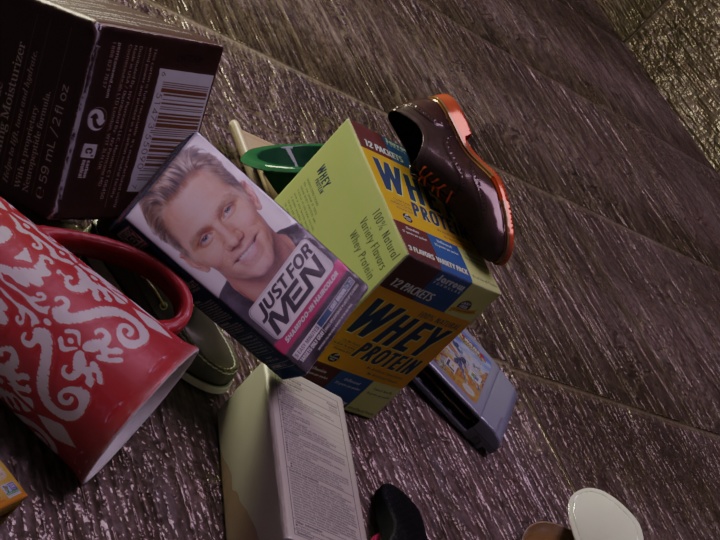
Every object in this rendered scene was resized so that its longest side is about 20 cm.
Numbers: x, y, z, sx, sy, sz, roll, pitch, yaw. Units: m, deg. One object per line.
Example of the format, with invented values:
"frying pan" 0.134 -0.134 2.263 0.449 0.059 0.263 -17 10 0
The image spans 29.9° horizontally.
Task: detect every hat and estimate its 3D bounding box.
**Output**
"hat" -0.033 -0.042 1.498 0.198 0.178 0.166 1 15 -2

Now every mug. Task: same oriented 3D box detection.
"mug" -0.236 0.041 1.039 0.200 0.134 0.178 40 18 0

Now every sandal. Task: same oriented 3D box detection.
"sandal" 0.034 0.261 1.216 0.075 0.045 0.200 44 10 -15

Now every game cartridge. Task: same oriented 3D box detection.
"game cartridge" 0.098 0.104 1.536 0.200 0.041 0.133 46 30 -5

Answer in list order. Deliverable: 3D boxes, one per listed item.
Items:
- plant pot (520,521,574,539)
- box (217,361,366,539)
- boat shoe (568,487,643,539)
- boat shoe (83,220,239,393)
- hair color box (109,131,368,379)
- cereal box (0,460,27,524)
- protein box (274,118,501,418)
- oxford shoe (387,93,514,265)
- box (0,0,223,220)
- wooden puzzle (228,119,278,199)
"plant pot" 0.229 0.350 1.386 0.200 0.027 0.201 36 26 -20
"box" -0.059 0.182 1.136 0.095 0.078 0.201 30 29 -28
"boat shoe" 0.282 0.322 1.431 0.200 0.072 0.062 55 -17 36
"boat shoe" -0.175 0.022 1.225 0.202 0.060 0.072 50 25 11
"hair color box" -0.101 -0.010 1.135 0.200 0.060 0.100 41 68 -13
"cereal box" -0.330 0.103 0.887 0.200 0.040 0.144 49 25 9
"protein box" 0.000 0.000 1.360 0.134 0.200 0.199 22 33 -40
"oxford shoe" 0.087 -0.085 1.331 0.072 0.071 0.201 -10 57 -27
"box" -0.257 -0.152 1.159 0.199 0.167 0.164 24 15 28
"wooden puzzle" -0.067 -0.072 1.572 0.199 0.037 0.186 27 30 -44
